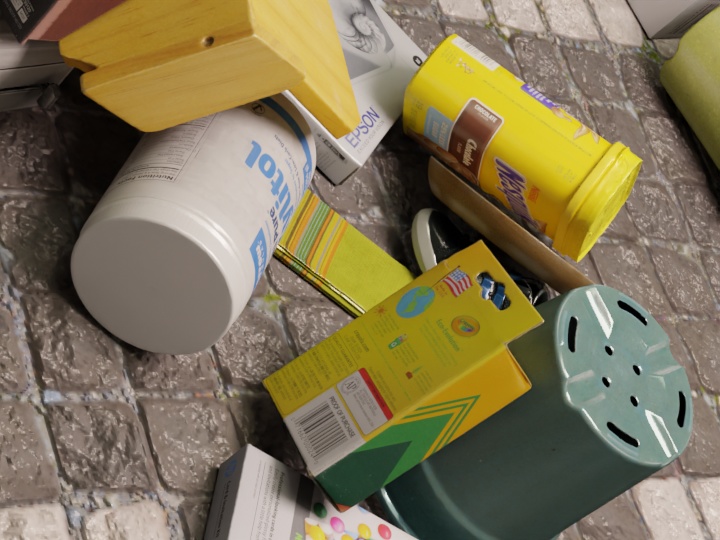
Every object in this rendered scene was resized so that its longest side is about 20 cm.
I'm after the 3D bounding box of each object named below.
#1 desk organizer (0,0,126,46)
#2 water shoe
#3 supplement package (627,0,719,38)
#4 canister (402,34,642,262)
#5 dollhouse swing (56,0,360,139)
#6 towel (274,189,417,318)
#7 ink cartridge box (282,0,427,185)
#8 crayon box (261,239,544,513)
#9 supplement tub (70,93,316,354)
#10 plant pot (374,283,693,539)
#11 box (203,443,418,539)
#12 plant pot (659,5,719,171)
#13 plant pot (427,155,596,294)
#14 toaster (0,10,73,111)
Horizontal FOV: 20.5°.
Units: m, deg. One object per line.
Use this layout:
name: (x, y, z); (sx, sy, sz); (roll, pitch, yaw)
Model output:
desk organizer: (-0.239, -0.256, 1.415); (0.077, 0.072, 0.200); (-1, 54, -54)
water shoe: (0.121, 0.023, 1.692); (0.200, 0.079, 0.071); (58, 27, 2)
supplement package: (0.393, -0.363, 2.215); (0.200, 0.151, 0.152); (-10, 68, -48)
canister: (0.137, -0.108, 1.744); (0.200, 0.149, 0.087); (37, 79, 10)
dollhouse swing: (-0.117, -0.179, 1.487); (0.176, 0.182, 0.200); (66, 7, -55)
towel: (0.000, 0.000, 1.655); (0.200, 0.018, 0.086); (38, 41, -15)
ink cartridge box: (-0.042, -0.198, 1.754); (0.200, 0.041, 0.200); (44, 39, -8)
crayon box: (0.038, 0.075, 1.463); (0.051, 0.200, 0.127); (56, 1, -36)
supplement tub: (-0.121, -0.046, 1.487); (0.132, 0.132, 0.200); (39, 40, -13)
plant pot: (0.136, 0.116, 1.537); (0.200, 0.196, 0.200); (24, 50, -32)
box: (-0.023, 0.236, 1.425); (0.200, 0.041, 0.156); (33, 42, -22)
plant pot: (0.419, -0.178, 2.083); (0.200, 0.200, 0.184); (-14, 59, -48)
plant pot: (0.132, -0.028, 1.725); (0.200, 0.027, 0.200); (37, 5, -4)
toaster: (-0.291, -0.203, 1.467); (0.129, 0.114, 0.200); (-6, 60, -50)
